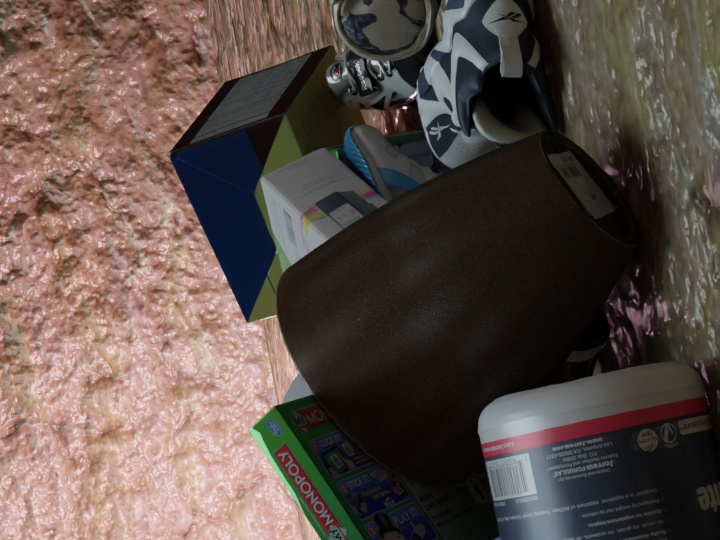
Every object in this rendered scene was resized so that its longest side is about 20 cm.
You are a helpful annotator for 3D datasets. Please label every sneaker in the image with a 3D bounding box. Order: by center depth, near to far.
[{"bbox_3d":[0.093,-0.114,1.188,0.200,0.079,0.131,108,160,-49],"label":"sneaker"},{"bbox_3d":[0.124,0.025,1.193,0.201,0.066,0.091,-116,21,-50],"label":"sneaker"},{"bbox_3d":[0.057,-0.044,1.302,0.200,0.080,0.077,52,159,19],"label":"sneaker"},{"bbox_3d":[0.014,-0.190,1.543,0.200,0.088,0.075,133,128,-76],"label":"sneaker"}]

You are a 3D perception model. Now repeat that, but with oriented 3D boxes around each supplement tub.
[{"bbox_3d":[0.154,0.164,0.954,0.140,0.139,0.202,134,125,-78],"label":"supplement tub"}]

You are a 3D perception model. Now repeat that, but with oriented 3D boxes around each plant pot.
[{"bbox_3d":[0.077,0.008,1.046,0.200,0.186,0.188,-42,44,25],"label":"plant pot"}]

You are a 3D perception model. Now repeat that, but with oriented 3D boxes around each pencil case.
[{"bbox_3d":[0.024,-0.231,1.276,0.200,0.089,0.078,-76,4,-64],"label":"pencil case"}]

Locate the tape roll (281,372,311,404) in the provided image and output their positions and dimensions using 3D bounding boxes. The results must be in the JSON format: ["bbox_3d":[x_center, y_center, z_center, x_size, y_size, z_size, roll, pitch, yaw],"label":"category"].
[{"bbox_3d":[0.025,0.158,1.505,0.071,0.200,0.204,-118,20,-59],"label":"tape roll"}]

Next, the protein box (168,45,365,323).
[{"bbox_3d":[-0.072,-0.091,1.647,0.200,0.134,0.200,-65,-45,-60],"label":"protein box"}]

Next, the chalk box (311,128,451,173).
[{"bbox_3d":[0.035,-0.058,1.446,0.200,0.123,0.125,-152,53,-79],"label":"chalk box"}]

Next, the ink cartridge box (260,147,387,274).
[{"bbox_3d":[0.000,0.000,1.278,0.200,0.067,0.118,44,153,49],"label":"ink cartridge box"}]

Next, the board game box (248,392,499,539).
[{"bbox_3d":[0.023,0.134,1.047,0.135,0.029,0.199,54,-155,14],"label":"board game box"}]

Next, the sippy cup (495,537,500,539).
[{"bbox_3d":[0.125,0.181,1.201,0.177,0.139,0.132,30,123,47],"label":"sippy cup"}]
